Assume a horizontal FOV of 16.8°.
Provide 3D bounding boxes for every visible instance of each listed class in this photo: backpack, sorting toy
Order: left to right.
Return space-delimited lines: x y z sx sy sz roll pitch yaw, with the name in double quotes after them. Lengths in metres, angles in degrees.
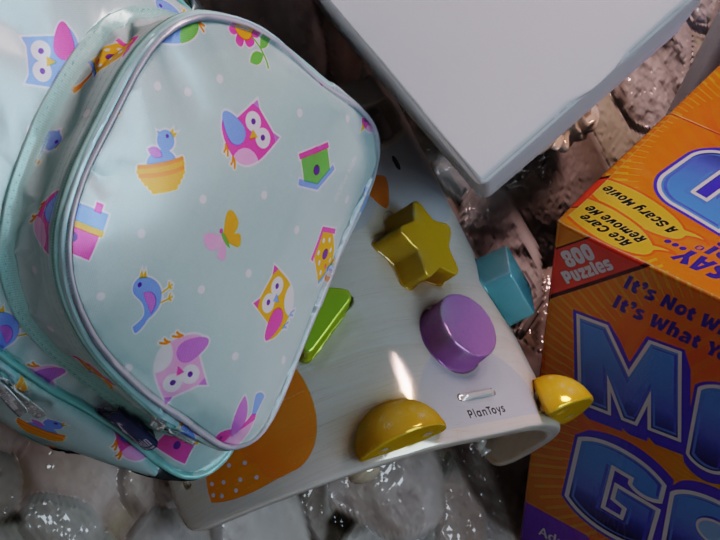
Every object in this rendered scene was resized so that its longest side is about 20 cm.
-0.103 -0.031 0.892 0.200 0.153 0.177 34 73 -34 "backpack"
0.000 0.000 1.055 0.199 0.107 0.181 -7 74 -46 "sorting toy"

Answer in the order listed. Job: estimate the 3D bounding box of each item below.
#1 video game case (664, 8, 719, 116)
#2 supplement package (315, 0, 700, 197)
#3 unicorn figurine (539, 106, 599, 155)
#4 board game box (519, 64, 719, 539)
0.259 -0.100 1.212 0.181 0.201 0.024 12 40 -15 "video game case"
0.056 -0.114 0.989 0.121 0.200 0.120 -40 88 2 "supplement package"
0.094 -0.156 1.170 0.137 0.073 0.202 -5 106 -56 "unicorn figurine"
0.215 0.044 1.133 0.200 0.199 0.201 -41 147 -39 "board game box"
